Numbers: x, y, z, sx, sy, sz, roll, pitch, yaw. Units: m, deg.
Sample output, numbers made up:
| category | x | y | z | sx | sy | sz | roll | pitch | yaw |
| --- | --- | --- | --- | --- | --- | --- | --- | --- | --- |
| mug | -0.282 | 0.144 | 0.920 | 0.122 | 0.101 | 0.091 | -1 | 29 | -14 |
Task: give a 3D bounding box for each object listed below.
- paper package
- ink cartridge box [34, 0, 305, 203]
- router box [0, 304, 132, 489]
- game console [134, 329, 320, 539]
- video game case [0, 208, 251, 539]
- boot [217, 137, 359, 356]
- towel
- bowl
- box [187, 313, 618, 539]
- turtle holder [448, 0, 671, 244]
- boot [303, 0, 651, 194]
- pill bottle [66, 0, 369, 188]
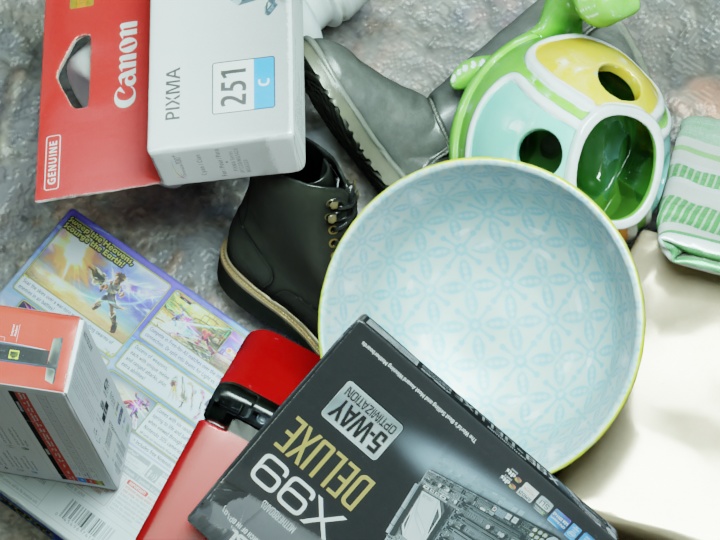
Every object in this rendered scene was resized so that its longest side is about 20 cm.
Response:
| category | x | y | z | sx | sy | sz | roll | pitch | yaw |
| --- | --- | --- | --- | --- | --- | --- | --- | --- | --- |
| paper package | 0.232 | 0.101 | 1.597 | 0.191 | 0.103 | 0.200 | 17 | 70 | 9 |
| ink cartridge box | -0.125 | -0.145 | 1.618 | 0.176 | 0.045 | 0.200 | -7 | 57 | 8 |
| router box | -0.242 | 0.070 | 1.531 | 0.179 | 0.200 | 0.049 | 8 | 70 | 6 |
| game console | -0.018 | 0.151 | 1.569 | 0.200 | 0.172 | 0.119 | 28 | 111 | -1 |
| video game case | -0.166 | 0.086 | 1.653 | 0.200 | 0.045 | 0.181 | 34 | 75 | 15 |
| boot | 0.000 | 0.000 | 1.622 | 0.200 | 0.138 | 0.077 | 27 | 49 | 12 |
| towel | 0.270 | -0.041 | 1.633 | 0.153 | 0.023 | 0.200 | 14 | 30 | 7 |
| bowl | 0.081 | 0.032 | 1.557 | 0.200 | 0.108 | 0.200 | 0 | 90 | 13 |
| box | 0.025 | 0.148 | 1.479 | 0.200 | 0.050 | 0.158 | 41 | 95 | 0 |
| turtle holder | 0.143 | -0.092 | 1.626 | 0.141 | 0.132 | 0.186 | 35 | 86 | -25 |
| boot | 0.076 | -0.134 | 1.695 | 0.200 | 0.073 | 0.182 | -39 | 109 | -5 |
| pill bottle | -0.090 | -0.159 | 1.713 | 0.200 | 0.114 | 0.114 | -42 | 72 | -13 |
